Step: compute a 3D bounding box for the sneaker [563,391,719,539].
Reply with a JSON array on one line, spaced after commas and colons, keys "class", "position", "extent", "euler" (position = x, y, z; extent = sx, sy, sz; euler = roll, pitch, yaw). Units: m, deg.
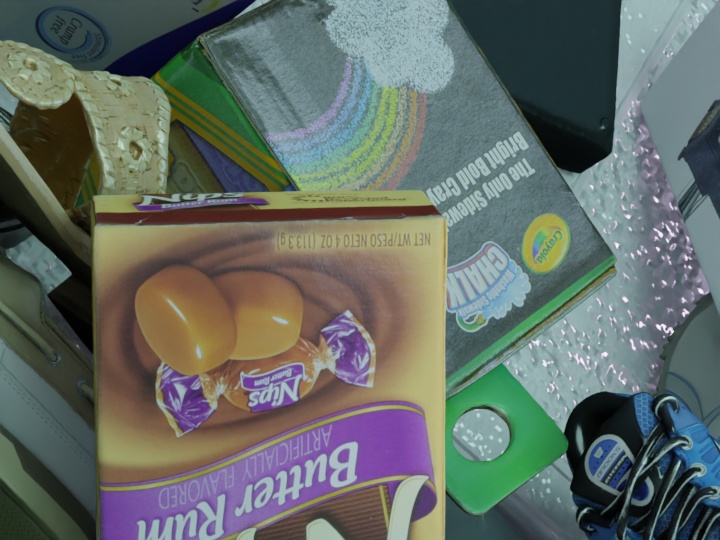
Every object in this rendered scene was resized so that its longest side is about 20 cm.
[{"class": "sneaker", "position": [0.118, 0.099, 1.083], "extent": [0.089, 0.200, 0.079], "euler": [36, 94, -20]}]

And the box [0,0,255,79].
[{"class": "box", "position": [-0.064, -0.187, 1.114], "extent": [0.105, 0.184, 0.201], "euler": [34, 52, -20]}]

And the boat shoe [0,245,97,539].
[{"class": "boat shoe", "position": [-0.148, 0.024, 1.029], "extent": [0.200, 0.075, 0.068], "euler": [54, 46, -16]}]

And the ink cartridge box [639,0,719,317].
[{"class": "ink cartridge box", "position": [0.217, -0.018, 1.260], "extent": [0.144, 0.084, 0.200], "euler": [23, 31, -26]}]

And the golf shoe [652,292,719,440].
[{"class": "golf shoe", "position": [0.168, 0.083, 1.215], "extent": [0.078, 0.097, 0.201], "euler": [27, 53, -21]}]

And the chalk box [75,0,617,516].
[{"class": "chalk box", "position": [0.000, 0.000, 1.113], "extent": [0.124, 0.124, 0.200], "euler": [-32, 90, -43]}]

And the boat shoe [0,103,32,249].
[{"class": "boat shoe", "position": [-0.187, -0.062, 1.041], "extent": [0.199, 0.064, 0.071], "euler": [21, 58, -28]}]

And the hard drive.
[{"class": "hard drive", "position": [0.054, -0.155, 1.287], "extent": [0.139, 0.033, 0.201], "euler": [22, 57, -27]}]

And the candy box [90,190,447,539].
[{"class": "candy box", "position": [-0.031, 0.076, 0.991], "extent": [0.116, 0.056, 0.201], "euler": [-2, 103, -7]}]

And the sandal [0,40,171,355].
[{"class": "sandal", "position": [-0.094, -0.036, 1.036], "extent": [0.070, 0.078, 0.212], "euler": [-43, 134, -14]}]
